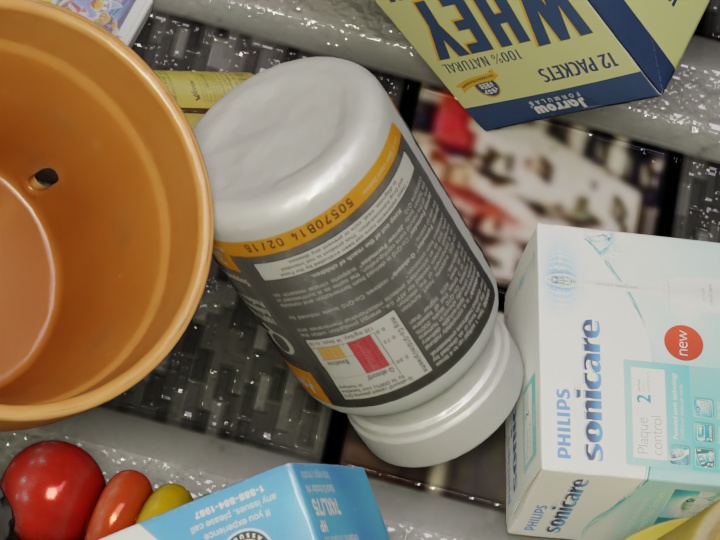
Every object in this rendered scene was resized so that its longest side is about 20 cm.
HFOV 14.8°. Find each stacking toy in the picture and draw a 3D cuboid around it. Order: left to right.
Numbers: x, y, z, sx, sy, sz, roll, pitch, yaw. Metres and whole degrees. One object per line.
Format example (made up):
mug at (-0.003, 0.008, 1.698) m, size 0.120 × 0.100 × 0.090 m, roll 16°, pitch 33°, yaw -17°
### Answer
stacking toy at (-0.085, 0.138, 1.364) m, size 0.199 × 0.086 × 0.086 m, roll 22°, pitch 59°, yaw 5°

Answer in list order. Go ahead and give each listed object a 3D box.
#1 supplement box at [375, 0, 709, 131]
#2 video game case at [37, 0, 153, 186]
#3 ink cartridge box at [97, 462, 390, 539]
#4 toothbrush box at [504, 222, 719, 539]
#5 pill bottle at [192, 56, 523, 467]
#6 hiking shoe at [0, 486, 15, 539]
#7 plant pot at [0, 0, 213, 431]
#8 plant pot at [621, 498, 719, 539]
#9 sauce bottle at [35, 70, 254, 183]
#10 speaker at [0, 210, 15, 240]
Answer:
supplement box at (0.099, -0.221, 1.521) m, size 0.200 × 0.134 × 0.200 m, roll 47°, pitch 54°, yaw -28°
video game case at (-0.232, -0.136, 1.519) m, size 0.199 × 0.018 × 0.144 m, roll 25°, pitch 58°, yaw 2°
ink cartridge box at (-0.043, 0.206, 1.241) m, size 0.146 × 0.146 × 0.201 m, roll -23°, pitch 81°, yaw 10°
toothbrush box at (0.179, 0.066, 1.456) m, size 0.199 × 0.085 × 0.147 m, roll 6°, pitch 60°, yaw -7°
pill bottle at (0.000, 0.000, 1.380) m, size 0.116 × 0.200 × 0.117 m, roll -19°, pitch 39°, yaw 17°
hiking shoe at (-0.189, 0.177, 1.314) m, size 0.100 × 0.076 × 0.201 m, roll -27°, pitch 75°, yaw -9°
plant pot at (-0.185, -0.014, 1.305) m, size 0.199 × 0.140 × 0.201 m, roll 7°, pitch 73°, yaw -23°
plant pot at (0.190, 0.195, 1.325) m, size 0.199 × 0.189 × 0.202 m, roll 6°, pitch 60°, yaw -10°
sauce bottle at (-0.134, -0.076, 1.463) m, size 0.199 × 0.066 × 0.066 m, roll 2°, pitch 60°, yaw -24°
speaker at (-0.261, 0.033, 1.381) m, size 0.081 × 0.081 × 0.200 m, roll 42°, pitch 61°, yaw 12°
